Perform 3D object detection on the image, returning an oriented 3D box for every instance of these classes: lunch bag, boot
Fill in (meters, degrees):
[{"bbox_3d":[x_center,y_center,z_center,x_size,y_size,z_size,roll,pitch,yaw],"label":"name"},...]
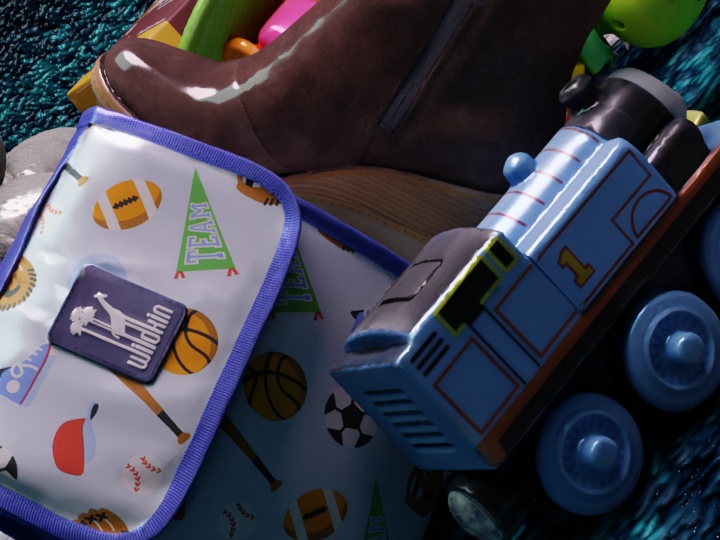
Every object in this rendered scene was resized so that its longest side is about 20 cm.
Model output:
[{"bbox_3d":[-0.062,0.052,0.821,0.124,0.199,0.171,-11,51,61],"label":"lunch bag"},{"bbox_3d":[-0.003,-0.100,0.846,0.072,0.199,0.167,-57,-9,-61],"label":"boot"}]

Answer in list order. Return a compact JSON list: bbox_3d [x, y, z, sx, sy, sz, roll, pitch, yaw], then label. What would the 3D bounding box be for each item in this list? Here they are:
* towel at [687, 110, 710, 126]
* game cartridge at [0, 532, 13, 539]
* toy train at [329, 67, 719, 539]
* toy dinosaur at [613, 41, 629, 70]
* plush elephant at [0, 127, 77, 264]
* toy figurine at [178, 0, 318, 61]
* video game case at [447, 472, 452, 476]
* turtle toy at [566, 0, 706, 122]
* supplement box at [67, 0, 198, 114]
[{"bbox_3d":[0.081,0.003,0.926,0.200,0.018,0.086,-50,14,-21],"label":"towel"},{"bbox_3d":[-0.143,0.147,0.999,0.134,0.040,0.200,-49,-17,-10],"label":"game cartridge"},{"bbox_3d":[0.085,0.008,0.793,0.200,0.114,0.087,-49,16,-19],"label":"toy train"},{"bbox_3d":[0.118,-0.171,1.123,0.199,0.183,0.105,21,44,28],"label":"toy dinosaur"},{"bbox_3d":[-0.156,-0.003,1.020,0.155,0.164,0.201,-61,-5,-67],"label":"plush elephant"},{"bbox_3d":[0.007,-0.080,1.186,0.150,0.183,0.201,-51,-24,-27],"label":"toy figurine"},{"bbox_3d":[0.055,0.038,0.983,0.200,0.023,0.182,-39,15,20],"label":"video game case"},{"bbox_3d":[0.087,-0.106,1.018,0.200,0.146,0.101,-43,31,-5],"label":"turtle toy"},{"bbox_3d":[-0.052,-0.131,1.404,0.200,0.197,0.132,-51,16,-31],"label":"supplement box"}]
